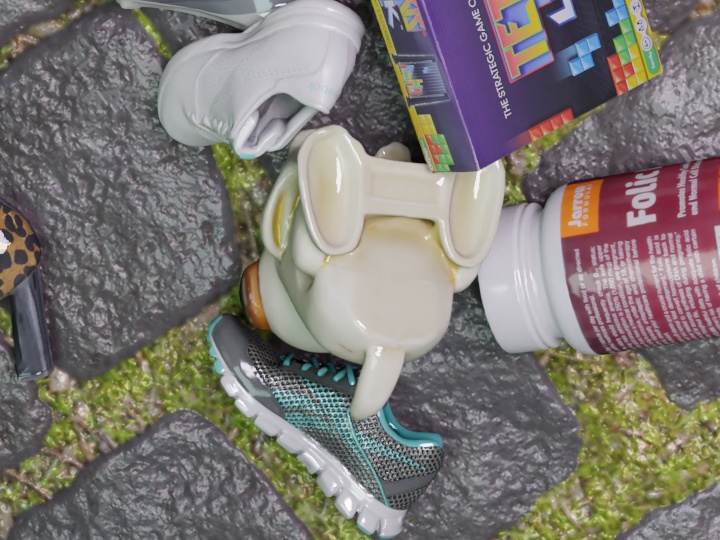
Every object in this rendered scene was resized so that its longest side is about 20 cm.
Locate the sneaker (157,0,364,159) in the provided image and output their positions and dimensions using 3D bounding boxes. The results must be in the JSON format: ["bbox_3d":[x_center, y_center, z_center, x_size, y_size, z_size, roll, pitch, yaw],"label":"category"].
[{"bbox_3d":[-0.077,-0.107,1.495,0.075,0.089,0.200,23,152,-29],"label":"sneaker"}]

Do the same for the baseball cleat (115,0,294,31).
[{"bbox_3d":[-0.110,-0.215,1.518,0.199,0.070,0.107,15,109,1],"label":"baseball cleat"}]

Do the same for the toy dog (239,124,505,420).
[{"bbox_3d":[0.000,0.000,1.506,0.139,0.200,0.195,-5,86,-20],"label":"toy dog"}]

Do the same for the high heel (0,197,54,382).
[{"bbox_3d":[-0.323,0.028,1.636,0.199,0.071,0.143,-14,115,-18],"label":"high heel"}]

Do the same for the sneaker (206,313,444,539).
[{"bbox_3d":[-0.021,0.092,1.610,0.200,0.078,0.091,44,101,-6],"label":"sneaker"}]

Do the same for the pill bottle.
[{"bbox_3d":[0.183,-0.008,1.472,0.199,0.114,0.115,-9,108,20],"label":"pill bottle"}]

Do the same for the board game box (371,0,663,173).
[{"bbox_3d":[0.087,-0.183,1.407,0.057,0.165,0.201,2,117,55],"label":"board game box"}]
